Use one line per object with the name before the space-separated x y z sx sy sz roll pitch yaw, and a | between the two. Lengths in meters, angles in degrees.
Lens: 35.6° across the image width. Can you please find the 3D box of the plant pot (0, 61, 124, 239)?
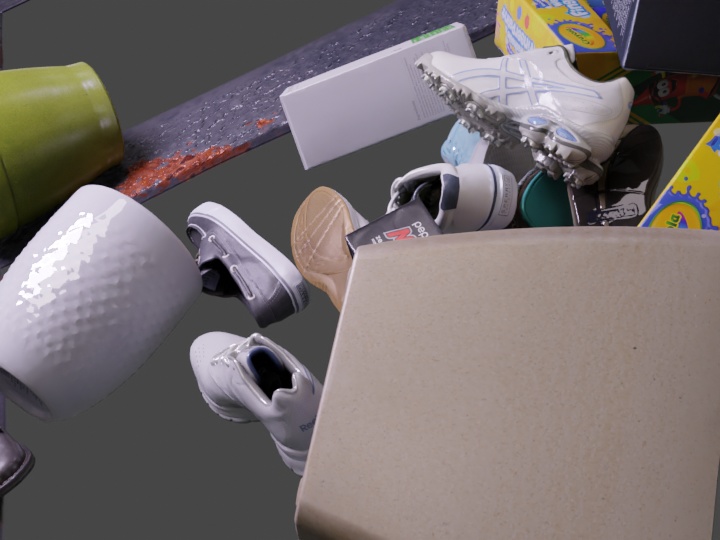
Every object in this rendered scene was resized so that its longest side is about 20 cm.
plant pot | -0.390 -0.155 1.326 0.191 0.203 0.200 -24 31 -24

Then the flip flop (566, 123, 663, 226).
flip flop | 0.210 -0.040 0.902 0.080 0.058 0.202 -8 51 14

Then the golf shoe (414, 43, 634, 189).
golf shoe | 0.136 -0.149 0.926 0.199 0.078 0.098 34 85 32

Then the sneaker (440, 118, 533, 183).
sneaker | 0.111 -0.099 1.036 0.081 0.074 0.201 -20 26 31

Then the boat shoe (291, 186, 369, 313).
boat shoe | 0.000 0.000 0.964 0.071 0.069 0.201 -51 39 15

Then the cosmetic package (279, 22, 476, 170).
cosmetic package | 0.024 -0.180 1.156 0.198 0.086 0.108 -19 13 4

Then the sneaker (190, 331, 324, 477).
sneaker | -0.077 0.081 0.876 0.074 0.088 0.199 -41 36 -21

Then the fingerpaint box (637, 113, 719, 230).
fingerpaint box | 0.276 -0.021 0.710 0.166 0.074 0.200 35 73 17

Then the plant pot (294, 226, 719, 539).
plant pot | 0.065 0.090 0.567 0.174 0.200 0.203 11 70 3

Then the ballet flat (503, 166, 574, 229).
ballet flat | 0.127 -0.017 0.909 0.071 0.073 0.201 -4 37 27

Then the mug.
mug | -0.259 0.044 1.010 0.176 0.147 0.200 -54 13 -28

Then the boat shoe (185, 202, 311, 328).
boat shoe | -0.122 -0.001 1.043 0.066 0.070 0.199 -34 42 -19

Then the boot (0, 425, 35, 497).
boot | -0.369 0.100 0.949 0.069 0.175 0.199 -40 36 -25

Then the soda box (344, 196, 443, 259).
soda box | 0.062 0.046 0.802 0.070 0.064 0.201 -27 54 -5

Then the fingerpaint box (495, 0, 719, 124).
fingerpaint box | 0.232 -0.210 1.037 0.164 0.074 0.201 -3 33 -9

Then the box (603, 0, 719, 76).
box | 0.286 -0.251 0.929 0.146 0.108 0.201 5 37 0

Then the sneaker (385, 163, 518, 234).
sneaker | 0.054 -0.057 0.934 0.200 0.070 0.074 159 119 -66
